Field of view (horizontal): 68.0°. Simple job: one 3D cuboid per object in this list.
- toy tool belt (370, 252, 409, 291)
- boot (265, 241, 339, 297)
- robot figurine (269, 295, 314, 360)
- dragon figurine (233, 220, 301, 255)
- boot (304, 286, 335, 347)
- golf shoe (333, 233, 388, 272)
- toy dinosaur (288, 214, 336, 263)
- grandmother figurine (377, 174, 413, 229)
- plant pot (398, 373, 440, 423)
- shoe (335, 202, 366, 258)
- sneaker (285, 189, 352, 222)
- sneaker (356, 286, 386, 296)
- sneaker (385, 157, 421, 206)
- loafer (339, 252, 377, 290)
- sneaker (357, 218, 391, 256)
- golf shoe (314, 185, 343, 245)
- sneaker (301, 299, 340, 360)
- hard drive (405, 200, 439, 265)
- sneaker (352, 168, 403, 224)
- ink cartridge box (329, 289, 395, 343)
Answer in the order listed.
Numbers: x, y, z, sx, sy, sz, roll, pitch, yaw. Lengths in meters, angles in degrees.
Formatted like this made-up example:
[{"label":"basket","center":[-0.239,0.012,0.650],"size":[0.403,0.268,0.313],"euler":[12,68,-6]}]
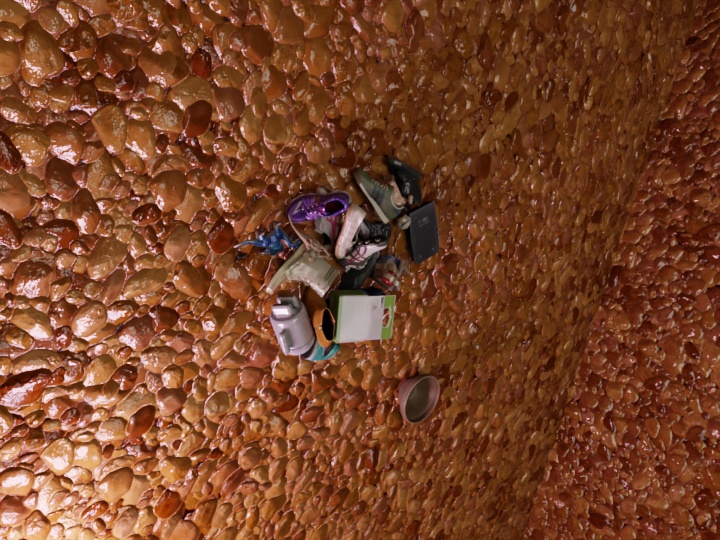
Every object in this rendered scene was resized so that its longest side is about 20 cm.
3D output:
[{"label":"toy tool belt","center":[0.100,-0.011,1.750],"size":[0.124,0.200,0.124],"euler":[33,84,-6]},{"label":"boot","center":[-0.170,0.028,1.571],"size":[0.155,0.072,0.201],"euler":[44,71,-8]},{"label":"robot figurine","center":[-0.204,0.172,1.610],"size":[0.171,0.111,0.203],"euler":[-62,144,-50]},{"label":"dragon figurine","center":[-0.253,-0.075,1.505],"size":[0.199,0.058,0.101],"euler":[-34,119,-35]},{"label":"boot","center":[-0.115,0.126,1.599],"size":[0.069,0.144,0.205],"euler":[-10,74,-17]},{"label":"golf shoe","center":[0.010,-0.056,1.653],"size":[0.077,0.197,0.090],"euler":[-43,114,-51]},{"label":"toy dinosaur","center":[-0.143,-0.078,1.546],"size":[0.058,0.102,0.198],"euler":[-43,134,19]},{"label":"grandmother figurine","center":[0.119,-0.219,1.764],"size":[0.061,0.119,0.202],"euler":[-81,151,-46]},{"label":"plant pot","center":[0.216,0.490,2.107],"size":[0.198,0.092,0.205],"euler":[-16,117,-34]},{"label":"shoe","center":[-0.030,-0.105,1.559],"size":[0.070,0.052,0.202],"euler":[-63,175,-47]},{"label":"sneaker","center":[-0.122,-0.182,1.519],"size":[0.196,0.084,0.082],"euler":[-14,110,10]},{"label":"sneaker","center":[0.036,0.084,1.797],"size":[0.079,0.069,0.200],"euler":[-66,156,-11]},{"label":"sneaker","center":[0.143,-0.292,1.766],"size":[0.198,0.059,0.106],"euler":[17,92,-46]},{"label":"loafer","center":[0.000,0.000,1.734],"size":[0.062,0.072,0.202],"euler":[-6,135,-55]},{"label":"sneaker","center":[0.034,-0.140,1.726],"size":[0.114,0.075,0.202],"euler":[-47,133,-22]},{"label":"golf shoe","center":[-0.101,-0.154,1.602],"size":[0.091,0.072,0.203],"euler":[-33,125,-24]},{"label":"sneaker","center":[-0.106,0.204,1.729],"size":[0.120,0.083,0.203],"euler":[30,81,-47]},{"label":"hard drive","center":[0.219,-0.136,1.903],"size":[0.134,0.042,0.204],"euler":[-29,123,-29]},{"label":"sneaker","center":[0.063,-0.249,1.670],"size":[0.089,0.067,0.202],"euler":[-28,114,15]},{"label":"ink cartridge box","center":[0.004,0.141,1.678],"size":[0.196,0.076,0.151],"euler":[0,102,-26]}]
